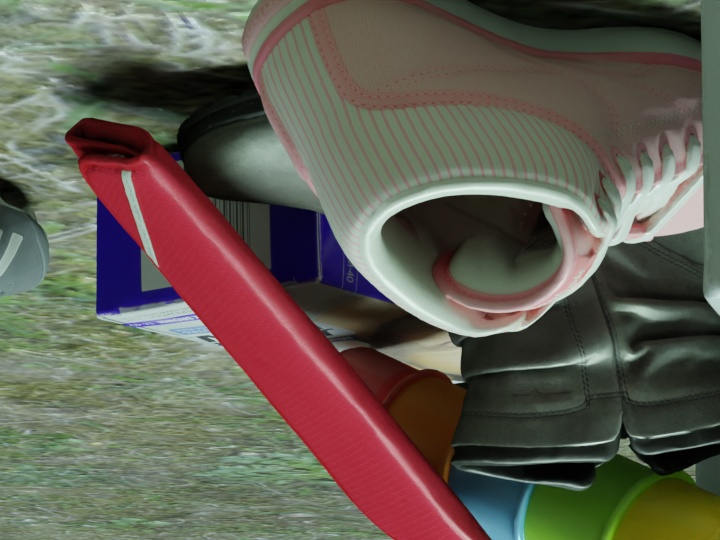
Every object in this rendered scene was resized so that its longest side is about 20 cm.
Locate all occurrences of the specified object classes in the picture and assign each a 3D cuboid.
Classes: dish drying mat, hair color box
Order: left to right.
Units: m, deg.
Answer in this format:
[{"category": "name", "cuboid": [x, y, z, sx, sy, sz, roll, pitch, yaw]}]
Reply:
[{"category": "dish drying mat", "cuboid": [-0.028, 0.029, 0.871, 0.200, 0.018, 0.077, 52, 162, -24]}, {"category": "hair color box", "cuboid": [0.000, 0.000, 0.990, 0.109, 0.065, 0.199, -9, 166, 35]}]

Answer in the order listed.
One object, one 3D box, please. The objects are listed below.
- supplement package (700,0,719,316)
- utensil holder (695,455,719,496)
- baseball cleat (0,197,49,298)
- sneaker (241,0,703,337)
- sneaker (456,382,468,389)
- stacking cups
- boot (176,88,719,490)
[{"category": "supplement package", "cuboid": [0.164, -0.032, 0.689, 0.116, 0.118, 0.200, -4, 168, 17]}, {"category": "utensil holder", "cuboid": [0.243, 0.067, 0.888, 0.169, 0.171, 0.200, 12, 143, -44]}, {"category": "baseball cleat", "cuboid": [-0.174, 0.011, 0.944, 0.069, 0.107, 0.200, -9, 168, 19]}, {"category": "sneaker", "cuboid": [0.061, -0.022, 0.743, 0.199, 0.105, 0.075, 12, 130, -37]}, {"category": "sneaker", "cuboid": [0.130, 0.038, 1.163, 0.198, 0.079, 0.082, 8, 174, 14]}, {"category": "stacking cups", "cuboid": [0.058, 0.075, 0.905, 0.199, 0.061, 0.060, 25, -174, 39]}, {"category": "boot", "cuboid": [0.036, 0.005, 0.841, 0.198, 0.132, 0.068, 1, 168, -3]}]
